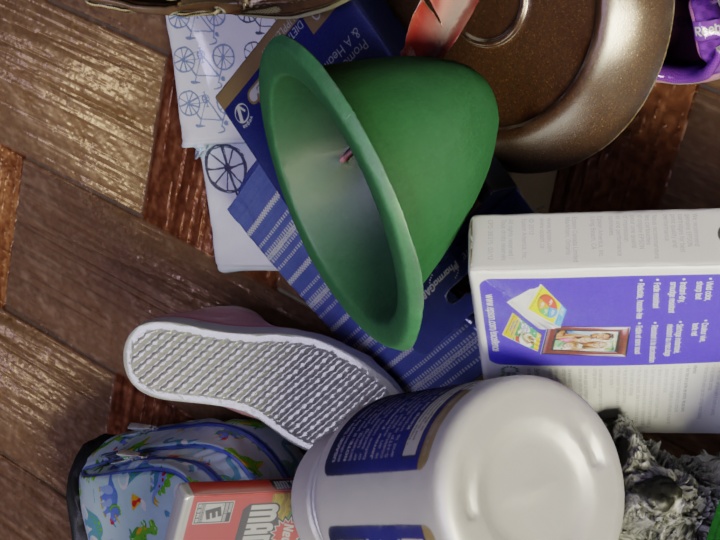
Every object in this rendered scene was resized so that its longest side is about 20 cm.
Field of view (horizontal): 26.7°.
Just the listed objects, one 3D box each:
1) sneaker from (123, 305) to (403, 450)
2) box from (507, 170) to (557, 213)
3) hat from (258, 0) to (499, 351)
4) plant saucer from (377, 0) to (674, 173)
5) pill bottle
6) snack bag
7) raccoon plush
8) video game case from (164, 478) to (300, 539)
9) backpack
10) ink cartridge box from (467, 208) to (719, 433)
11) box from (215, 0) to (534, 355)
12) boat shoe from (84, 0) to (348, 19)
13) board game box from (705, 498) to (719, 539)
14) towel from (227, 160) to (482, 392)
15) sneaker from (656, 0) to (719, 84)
[{"bbox_3d":[-0.053,0.069,1.040,0.198,0.105,0.076,13,98,13],"label":"sneaker"},{"bbox_3d":[0.079,-0.109,0.896,0.082,0.068,0.202,25,117,29],"label":"box"},{"bbox_3d":[0.058,-0.079,0.784,0.166,0.175,0.201,54,161,29],"label":"hat"},{"bbox_3d":[0.075,-0.150,0.821,0.199,0.032,0.202,14,111,40],"label":"plant saucer"},{"bbox_3d":[0.043,0.126,0.849,0.199,0.119,0.121,-17,95,60],"label":"pill bottle"},{"bbox_3d":[-0.046,-0.089,1.020,0.187,0.021,0.202,2,105,34],"label":"snack bag"},{"bbox_3d":[0.170,0.169,0.872,0.133,0.097,0.201,22,116,-18],"label":"raccoon plush"},{"bbox_3d":[-0.040,0.198,1.006,0.017,0.198,0.144,51,132,50],"label":"video game case"},{"bbox_3d":[-0.119,0.184,1.093,0.198,0.153,0.165,-14,88,24],"label":"backpack"},{"bbox_3d":[0.162,0.034,0.813,0.198,0.044,0.199,1,151,9],"label":"ink cartridge box"},{"bbox_3d":[0.008,-0.061,0.858,0.121,0.032,0.201,-45,73,35],"label":"box"},{"bbox_3d":[-0.082,-0.166,0.829,0.201,0.075,0.075,3,115,33],"label":"boat shoe"},{"bbox_3d":[0.281,0.156,0.791,0.198,0.040,0.154,10,114,-6],"label":"board game box"},{"bbox_3d":[0.000,0.000,0.970,0.200,0.024,0.145,49,151,3],"label":"towel"},{"bbox_3d":[0.212,-0.133,0.787,0.198,0.088,0.081,-5,100,34],"label":"sneaker"}]
